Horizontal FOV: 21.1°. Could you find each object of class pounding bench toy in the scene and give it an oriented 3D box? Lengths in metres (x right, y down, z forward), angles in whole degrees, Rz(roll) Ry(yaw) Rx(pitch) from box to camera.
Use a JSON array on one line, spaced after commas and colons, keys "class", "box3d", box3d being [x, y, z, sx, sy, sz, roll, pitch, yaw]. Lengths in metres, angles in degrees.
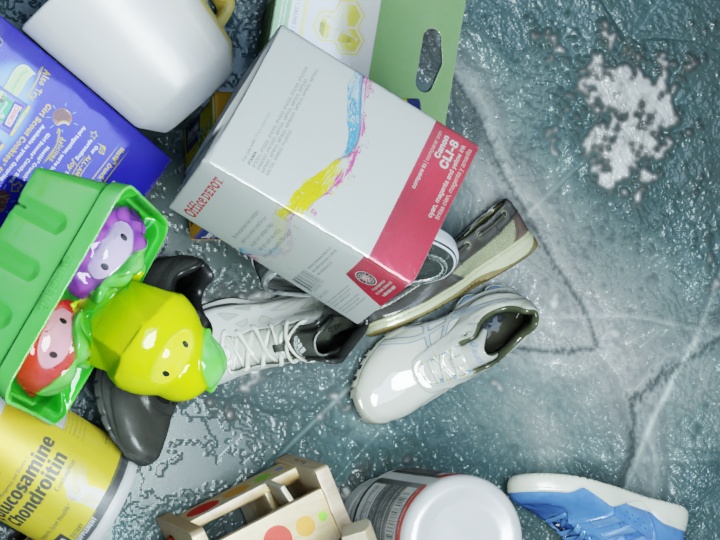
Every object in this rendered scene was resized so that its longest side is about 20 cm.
[{"class": "pounding bench toy", "box3d": [-0.081, 0.258, 1.706, 0.155, 0.200, 0.125, -24, 98, -19]}]

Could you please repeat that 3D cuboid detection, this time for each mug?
[{"class": "mug", "box3d": [-0.179, -0.218, 1.699, 0.187, 0.149, 0.153, -44, 100, -16]}]

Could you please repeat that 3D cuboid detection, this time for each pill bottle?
[{"class": "pill bottle", "box3d": [-0.302, 0.157, 1.674, 0.199, 0.112, 0.113, 32, 79, -16]}, {"class": "pill bottle", "box3d": [0.057, 0.238, 1.753, 0.115, 0.200, 0.117, 1, 87, -20]}]

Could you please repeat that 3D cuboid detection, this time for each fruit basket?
[{"class": "fruit basket", "box3d": [-0.211, 0.039, 1.603, 0.214, 0.156, 0.218, -3, 76, 10]}]

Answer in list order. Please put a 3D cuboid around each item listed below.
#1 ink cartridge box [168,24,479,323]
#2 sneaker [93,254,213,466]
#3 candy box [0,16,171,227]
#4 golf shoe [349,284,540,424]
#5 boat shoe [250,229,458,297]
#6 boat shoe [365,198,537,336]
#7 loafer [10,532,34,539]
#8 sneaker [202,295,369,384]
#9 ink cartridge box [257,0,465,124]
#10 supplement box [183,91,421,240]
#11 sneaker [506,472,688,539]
[{"class": "ink cartridge box", "box3d": [-0.034, -0.079, 1.622, 0.199, 0.145, 0.145, 31, 69, -9]}, {"class": "sneaker", "box3d": [-0.175, 0.072, 1.695, 0.076, 0.090, 0.202, 37, 49, -51]}, {"class": "candy box", "box3d": [-0.297, -0.092, 1.698, 0.200, 0.077, 0.170, 40, 76, -14]}, {"class": "golf shoe", "box3d": [0.081, 0.077, 1.821, 0.199, 0.097, 0.079, -34, 102, -15]}, {"class": "boat shoe", "box3d": [0.001, -0.002, 1.729, 0.198, 0.068, 0.074, 6, 130, -25]}, {"class": "boat shoe", "box3d": [0.076, -0.004, 1.837, 0.200, 0.072, 0.066, -29, 93, -23]}, {"class": "loafer", "box3d": [-0.292, 0.266, 1.696, 0.199, 0.073, 0.072, 21, 84, -18]}, {"class": "sneaker", "box3d": [-0.085, 0.059, 1.750, 0.199, 0.115, 0.076, -17, 97, -19]}, {"class": "ink cartridge box", "box3d": [0.005, -0.217, 1.824, 0.198, 0.048, 0.147, 11, 85, -17]}, {"class": "supplement box", "box3d": [-0.050, -0.092, 1.759, 0.198, 0.109, 0.111, 0, 76, -19]}, {"class": "sneaker", "box3d": [0.226, 0.267, 1.880, 0.199, 0.077, 0.112, 18, 74, -25]}]
